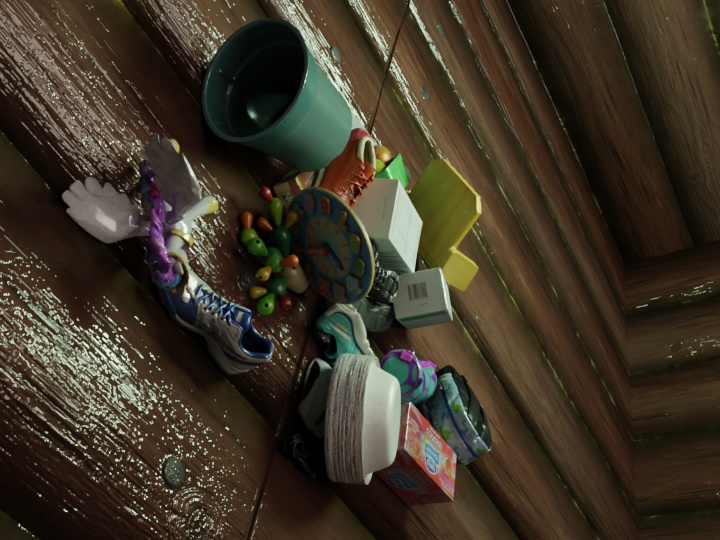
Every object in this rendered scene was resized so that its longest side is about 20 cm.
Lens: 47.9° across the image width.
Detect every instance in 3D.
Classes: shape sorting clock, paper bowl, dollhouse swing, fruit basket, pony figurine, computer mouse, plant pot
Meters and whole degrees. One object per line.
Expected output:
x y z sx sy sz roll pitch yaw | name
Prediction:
-0.054 -0.037 1.314 0.039 0.198 0.203 -33 107 -35 | shape sorting clock
0.008 0.239 1.304 0.201 0.102 0.206 3 90 -82 | paper bowl
0.190 -0.104 1.724 0.181 0.176 0.201 26 21 -53 | dollhouse swing
0.009 -0.226 1.647 0.200 0.093 0.186 48 25 -7 | fruit basket
-0.255 -0.082 1.033 0.202 0.164 0.195 -94 158 -55 | pony figurine
-0.068 0.225 1.308 0.110 0.043 0.203 50 36 -36 | computer mouse
-0.119 -0.264 1.306 0.195 0.196 0.205 28 52 -58 | plant pot

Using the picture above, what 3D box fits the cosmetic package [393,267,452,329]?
0.123 0.058 1.610 0.200 0.105 0.087 45 35 -75 | cosmetic package

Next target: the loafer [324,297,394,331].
-0.012 0.072 1.486 0.199 0.062 0.073 19 100 -56 | loafer

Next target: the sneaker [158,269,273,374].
-0.193 0.058 1.116 0.201 0.087 0.076 52 37 -33 | sneaker

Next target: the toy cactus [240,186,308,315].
-0.124 -0.017 1.292 0.165 0.100 0.204 47 29 -56 | toy cactus

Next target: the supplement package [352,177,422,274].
0.037 -0.079 1.509 0.200 0.107 0.116 50 49 -64 | supplement package

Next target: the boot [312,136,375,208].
-0.026 -0.142 1.387 0.075 0.105 0.204 41 46 -49 | boot

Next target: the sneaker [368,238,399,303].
0.000 0.000 1.443 0.201 0.078 0.077 53 55 -50 | sneaker

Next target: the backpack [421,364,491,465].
0.196 0.309 1.638 0.165 0.152 0.200 61 -7 -17 | backpack

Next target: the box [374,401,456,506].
0.088 0.338 1.478 0.201 0.101 0.096 52 36 -38 | box

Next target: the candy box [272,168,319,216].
-0.075 -0.143 1.464 0.117 0.054 0.200 65 30 -18 | candy box

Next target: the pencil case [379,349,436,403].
0.091 0.200 1.520 0.085 0.093 0.200 36 -1 18 | pencil case

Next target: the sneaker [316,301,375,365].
-0.025 0.140 1.412 0.077 0.079 0.203 39 -25 52 | sneaker
